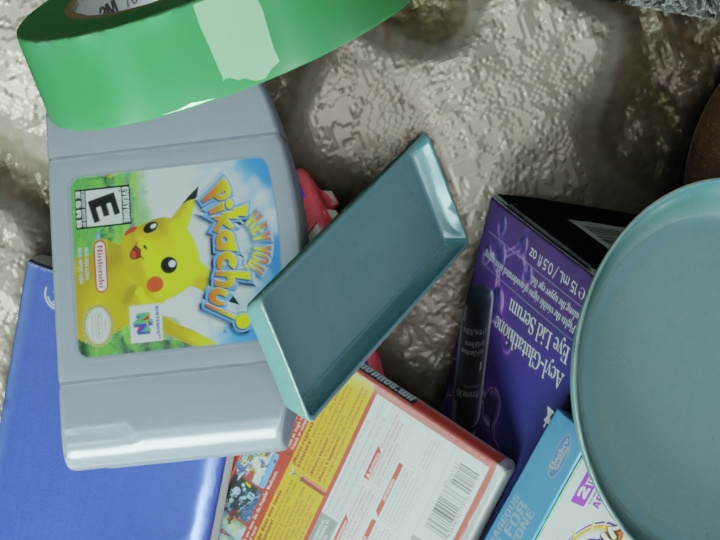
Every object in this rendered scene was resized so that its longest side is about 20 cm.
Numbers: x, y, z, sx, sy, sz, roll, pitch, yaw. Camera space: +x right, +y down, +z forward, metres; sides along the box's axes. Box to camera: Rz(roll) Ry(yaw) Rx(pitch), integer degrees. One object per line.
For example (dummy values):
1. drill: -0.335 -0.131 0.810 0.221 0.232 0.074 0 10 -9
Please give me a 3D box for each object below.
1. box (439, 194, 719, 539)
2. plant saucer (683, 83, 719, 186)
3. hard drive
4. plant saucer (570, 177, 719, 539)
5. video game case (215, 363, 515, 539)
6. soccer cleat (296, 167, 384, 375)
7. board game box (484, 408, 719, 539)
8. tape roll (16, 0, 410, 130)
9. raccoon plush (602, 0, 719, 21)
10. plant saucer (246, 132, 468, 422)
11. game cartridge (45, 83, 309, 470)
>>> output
1. box: 0.118 0.079 1.211 0.103 0.148 0.202 8 104 -22
2. plant saucer: 0.275 -0.039 1.235 0.198 0.037 0.203 1 88 -13
3. hard drive: -0.135 0.106 1.226 0.131 0.025 0.202 16 105 16
4. plant saucer: 0.179 0.056 1.109 0.199 0.027 0.202 3 84 -30
5. video game case: -0.030 0.109 1.209 0.199 0.017 0.144 32 112 17
6. soccer cleat: -0.022 0.045 1.235 0.076 0.067 0.202 -17 110 2
7. board game box: 0.148 0.177 1.151 0.199 0.040 0.154 26 98 -26
8. tape roll: -0.067 -0.131 1.105 0.199 0.201 0.049 -22 109 -2
9. raccoon plush: 0.156 -0.199 1.145 0.199 0.096 0.135 -3 107 -47
10. plant saucer: 0.000 0.000 1.172 0.019 0.200 0.070 -9 112 33
11. game cartridge: -0.092 -0.003 1.168 0.132 0.040 0.202 -6 77 3
